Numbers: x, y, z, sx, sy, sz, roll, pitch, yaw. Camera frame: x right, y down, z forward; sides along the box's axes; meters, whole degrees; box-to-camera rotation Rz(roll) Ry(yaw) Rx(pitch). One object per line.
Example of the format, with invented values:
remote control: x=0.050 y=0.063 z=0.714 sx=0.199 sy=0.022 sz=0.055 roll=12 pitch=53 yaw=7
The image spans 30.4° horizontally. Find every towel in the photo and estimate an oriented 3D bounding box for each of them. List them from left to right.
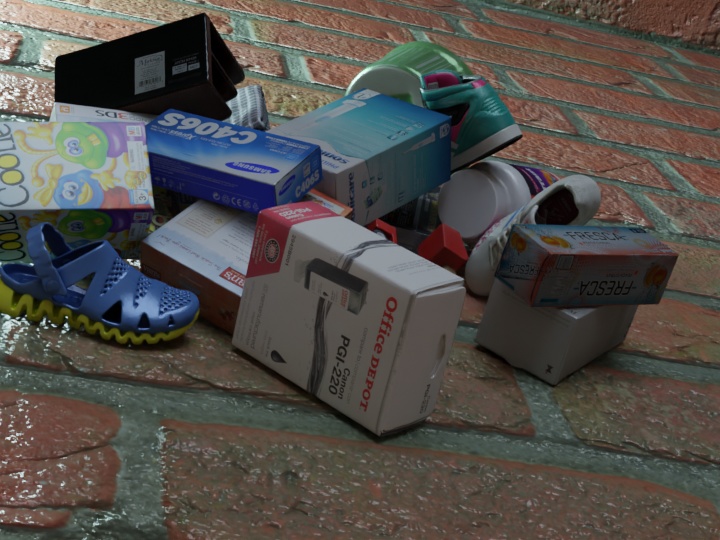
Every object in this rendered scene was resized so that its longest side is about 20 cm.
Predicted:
towel: x=-0.190 y=-0.167 z=1.671 sx=0.163 sy=0.087 sz=0.200 roll=-10 pitch=25 yaw=-4

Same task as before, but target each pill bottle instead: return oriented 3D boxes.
pill bottle: x=0.178 y=-0.078 z=1.651 sx=0.111 sy=0.113 sz=0.199 roll=27 pitch=14 yaw=30

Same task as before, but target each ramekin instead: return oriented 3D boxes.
ramekin: x=0.069 y=-0.211 z=1.856 sx=0.199 sy=0.202 sz=0.097 roll=25 pitch=32 yaw=27

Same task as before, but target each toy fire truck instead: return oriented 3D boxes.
toy fire truck: x=0.055 y=0.016 z=1.412 sx=0.140 sy=0.049 sz=0.202 roll=27 pitch=38 yaw=-28

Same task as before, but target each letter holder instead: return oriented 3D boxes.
letter holder: x=-0.247 y=-0.204 z=1.594 sx=0.198 sy=0.142 sz=0.102 roll=-13 pitch=61 yaw=13

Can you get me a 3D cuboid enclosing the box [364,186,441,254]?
box: x=0.033 y=-0.069 z=1.671 sx=0.156 sy=0.049 sz=0.200 roll=14 pitch=22 yaw=0

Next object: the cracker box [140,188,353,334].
cracker box: x=-0.117 y=-0.027 z=1.380 sx=0.133 sy=0.058 sz=0.200 roll=28 pitch=41 yaw=20

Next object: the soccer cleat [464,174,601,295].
soccer cleat: x=0.184 y=-0.041 z=1.505 sx=0.070 sy=0.200 sz=0.086 roll=55 pitch=26 yaw=12

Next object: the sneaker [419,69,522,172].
sneaker: x=0.096 y=-0.178 z=1.602 sx=0.199 sy=0.122 sz=0.083 roll=-24 pitch=0 yaw=45

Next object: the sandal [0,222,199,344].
sandal: x=-0.247 y=0.012 z=1.248 sx=0.197 sy=0.088 sz=0.080 roll=12 pitch=19 yaw=-10

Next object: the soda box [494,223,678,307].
soda box: x=0.239 y=-0.005 z=1.393 sx=0.198 sy=0.064 sz=0.068 roll=1 pitch=29 yaw=-37

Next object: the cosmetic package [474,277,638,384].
cosmetic package: x=0.223 y=0.045 z=1.460 sx=0.107 sy=0.086 sz=0.199 roll=28 pitch=24 yaw=24

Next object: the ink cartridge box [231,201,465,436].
ink cartridge box: x=-0.014 y=0.041 z=1.233 sx=0.199 sy=0.147 sz=0.084 roll=27 pitch=24 yaw=32

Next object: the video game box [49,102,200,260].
video game box: x=-0.250 y=-0.097 z=1.473 sx=0.180 sy=0.047 sz=0.202 roll=3 pitch=47 yaw=-21

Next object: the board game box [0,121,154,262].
board game box: x=-0.314 y=-0.078 z=1.319 sx=0.197 sy=0.103 sz=0.106 roll=-2 pitch=63 yaw=-19

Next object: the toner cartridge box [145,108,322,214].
toner cartridge box: x=-0.148 y=-0.116 z=1.406 sx=0.198 sy=0.044 sz=0.095 roll=16 pitch=38 yaw=25

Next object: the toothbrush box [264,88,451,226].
toothbrush box: x=-0.010 y=-0.128 z=1.531 sx=0.145 sy=0.086 sz=0.199 roll=23 pitch=37 yaw=36
